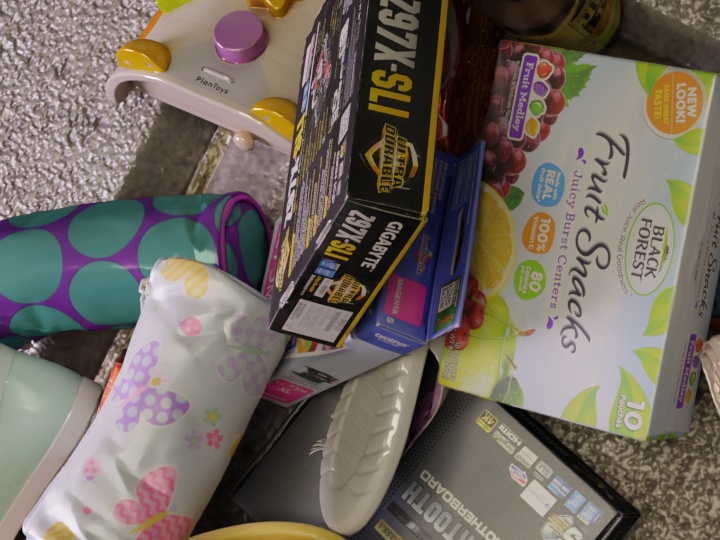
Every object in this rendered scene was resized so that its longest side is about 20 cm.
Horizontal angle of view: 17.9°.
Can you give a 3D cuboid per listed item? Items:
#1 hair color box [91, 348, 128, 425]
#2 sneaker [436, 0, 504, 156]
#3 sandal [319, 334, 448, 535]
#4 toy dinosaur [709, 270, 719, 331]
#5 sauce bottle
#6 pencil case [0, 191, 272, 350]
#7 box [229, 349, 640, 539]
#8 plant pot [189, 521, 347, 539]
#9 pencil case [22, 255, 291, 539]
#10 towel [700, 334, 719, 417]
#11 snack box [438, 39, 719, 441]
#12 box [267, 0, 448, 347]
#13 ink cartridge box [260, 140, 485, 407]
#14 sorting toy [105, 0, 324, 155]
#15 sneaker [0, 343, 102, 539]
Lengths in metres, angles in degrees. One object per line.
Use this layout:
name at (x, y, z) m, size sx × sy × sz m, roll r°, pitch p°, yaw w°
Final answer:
hair color box at (-0.155, 0.154, 1.417) m, size 0.061 × 0.102 × 0.200 m, roll 19°, pitch 92°, yaw -3°
sneaker at (0.036, -0.160, 1.363) m, size 0.077 × 0.073 × 0.200 m, roll 10°, pitch 127°, yaw 33°
sandal at (0.029, 0.060, 1.335) m, size 0.050 × 0.082 × 0.203 m, roll 18°, pitch 86°, yaw -23°
toy dinosaur at (0.210, 0.006, 1.336) m, size 0.181 × 0.105 × 0.200 m, roll 44°, pitch 135°, yaw 8°
sauce bottle at (0.101, -0.161, 1.302) m, size 0.065 × 0.200 × 0.065 m, roll -1°, pitch 87°, yaw 18°
pencil case at (-0.157, 0.003, 1.445) m, size 0.200 × 0.085 × 0.092 m, roll -6°, pitch 122°, yaw 19°
box at (0.042, 0.141, 1.377) m, size 0.200 × 0.051 × 0.158 m, roll 43°, pitch 100°, yaw 19°
plant pot at (-0.061, 0.277, 1.321) m, size 0.201 × 0.201 × 0.189 m, roll -10°, pitch 118°, yaw 19°
pencil case at (-0.116, 0.091, 1.316) m, size 0.091 × 0.083 × 0.200 m, roll 30°, pitch 78°, yaw -21°
towel at (0.305, 0.100, 1.246) m, size 0.200 × 0.032 × 0.191 m, roll -16°, pitch 81°, yaw -15°
snack box at (0.129, -0.018, 1.268) m, size 0.142 × 0.053 × 0.200 m, roll 13°, pitch 96°, yaw 35°
box at (0.001, -0.082, 1.249) m, size 0.049 × 0.160 × 0.200 m, roll 12°, pitch 60°, yaw -10°
ink cartridge box at (0.000, 0.000, 1.333) m, size 0.200 × 0.042 × 0.119 m, roll -25°, pitch 49°, yaw 55°
sorting toy at (-0.044, -0.163, 1.425) m, size 0.200 × 0.107 × 0.180 m, roll 24°, pitch 75°, yaw 20°
sneaker at (-0.259, 0.121, 1.445) m, size 0.118 × 0.074 × 0.200 m, roll 30°, pitch 113°, yaw -10°
